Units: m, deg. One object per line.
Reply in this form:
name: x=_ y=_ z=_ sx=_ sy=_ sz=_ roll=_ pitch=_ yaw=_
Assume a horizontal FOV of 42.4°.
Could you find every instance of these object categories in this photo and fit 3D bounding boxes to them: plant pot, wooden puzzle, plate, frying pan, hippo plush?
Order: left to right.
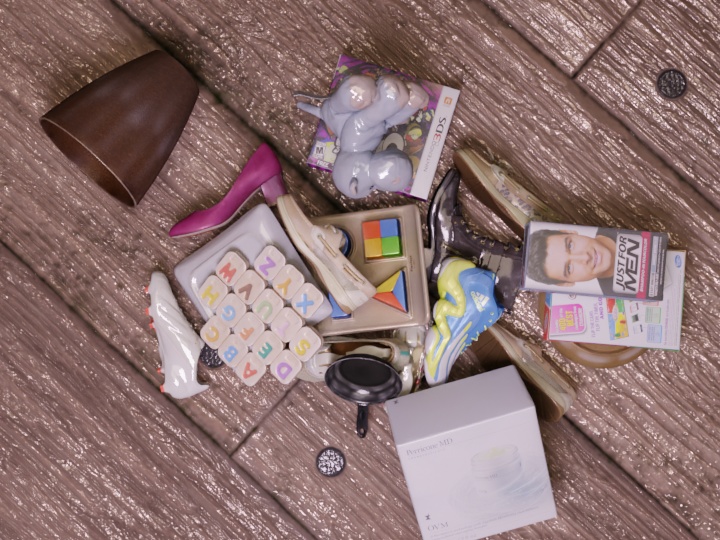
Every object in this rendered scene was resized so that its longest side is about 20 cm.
plant pot: x=-0.344 y=-0.231 z=1.400 sx=0.187 sy=0.187 sz=0.200 roll=38 pitch=74 yaw=3
plate: x=-0.172 y=0.031 z=1.410 sx=0.199 sy=0.032 sz=0.200 roll=-34 pitch=86 yaw=21
wooden puzzle: x=0.000 y=0.000 z=1.405 sx=0.199 sy=0.046 sz=0.186 roll=-7 pitch=83 yaw=15
hippo plush: x=0.003 y=-0.189 z=1.350 sx=0.199 sy=0.159 sz=0.162 roll=-3 pitch=87 yaw=1
frying pan: x=0.018 y=0.181 z=1.369 sx=0.114 sy=0.190 sz=0.031 roll=-10 pitch=45 yaw=20
plant pot: x=0.376 y=0.052 z=1.433 sx=0.199 sy=0.027 sz=0.201 roll=0 pitch=87 yaw=1

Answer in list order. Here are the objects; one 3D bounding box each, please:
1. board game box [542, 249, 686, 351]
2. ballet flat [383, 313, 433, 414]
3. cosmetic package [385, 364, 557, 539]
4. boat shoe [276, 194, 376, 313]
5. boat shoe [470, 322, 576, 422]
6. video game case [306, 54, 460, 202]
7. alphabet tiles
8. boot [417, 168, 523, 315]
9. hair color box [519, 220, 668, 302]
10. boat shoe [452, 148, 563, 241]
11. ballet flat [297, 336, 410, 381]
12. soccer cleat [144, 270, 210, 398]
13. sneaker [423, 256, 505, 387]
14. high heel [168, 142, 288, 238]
board game box: x=0.382 y=0.038 z=1.400 sx=0.199 sy=0.040 sz=0.154 roll=5 pitch=87 yaw=1
ballet flat: x=0.075 y=0.130 z=1.417 sx=0.075 sy=0.064 sz=0.201 roll=6 pitch=87 yaw=1
cosmetic package: x=0.160 y=0.272 z=1.342 sx=0.199 sy=0.123 sz=0.201 roll=-16 pitch=113 yaw=0
boat shoe: x=-0.051 y=-0.035 z=1.358 sx=0.065 sy=0.072 sz=0.200 roll=-35 pitch=83 yaw=3
boat shoe: x=0.245 y=0.140 z=1.417 sx=0.200 sy=0.072 sz=0.065 roll=45 pitch=53 yaw=14
video game case: x=0.036 y=-0.222 z=1.449 sx=0.199 sy=0.036 sz=0.182 roll=18 pitch=87 yaw=2
alphabet tiles: x=-0.150 y=0.069 z=1.380 sx=0.200 sy=0.015 sz=0.196 roll=44 pitch=111 yaw=8
boot: x=0.183 y=-0.044 z=1.427 sx=0.173 sy=0.069 sz=0.201 roll=13 pitch=97 yaw=0
hair color box: x=0.338 y=-0.012 z=1.353 sx=0.199 sy=0.061 sz=0.099 roll=5 pitch=87 yaw=2
boat shoe: x=0.224 y=-0.121 z=1.427 sx=0.200 sy=0.073 sz=0.063 roll=45 pitch=83 yaw=-8
ballet flat: x=-0.024 y=0.127 z=1.390 sx=0.199 sy=0.062 sz=0.068 roll=-10 pitch=78 yaw=21
soccer cleat: x=-0.282 y=0.096 z=1.428 sx=0.077 sy=0.069 sz=0.201 roll=-10 pitch=94 yaw=-4
sneaker: x=0.155 y=0.084 z=1.370 sx=0.105 sy=0.076 sz=0.201 roll=10 pitch=100 yaw=12
high heel: x=-0.214 y=-0.120 z=1.433 sx=0.199 sy=0.067 sz=0.096 roll=-23 pitch=95 yaw=-14
